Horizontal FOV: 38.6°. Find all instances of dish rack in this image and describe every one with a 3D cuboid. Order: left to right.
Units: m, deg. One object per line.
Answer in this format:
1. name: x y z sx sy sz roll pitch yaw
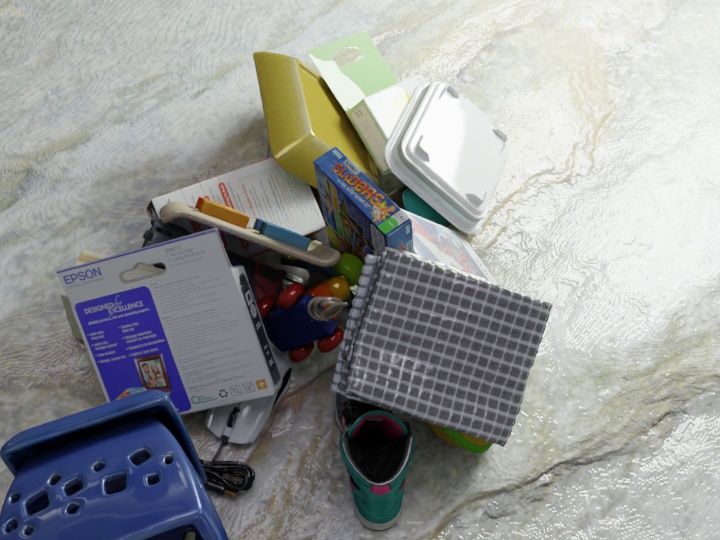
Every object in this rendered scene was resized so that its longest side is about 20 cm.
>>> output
1. dish rack: 0.129 -0.164 1.391 0.171 0.044 0.200 38 46 -14

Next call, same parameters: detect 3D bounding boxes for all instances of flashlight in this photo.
1. flashlight: -0.170 0.002 1.244 0.199 0.068 0.068 22 85 -20

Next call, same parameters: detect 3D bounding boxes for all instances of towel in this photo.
1. towel: 0.083 0.078 1.070 0.199 0.086 0.166 18 91 -8

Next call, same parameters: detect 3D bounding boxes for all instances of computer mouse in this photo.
1. computer mouse: -0.143 0.160 1.191 0.109 0.044 0.200 19 55 10

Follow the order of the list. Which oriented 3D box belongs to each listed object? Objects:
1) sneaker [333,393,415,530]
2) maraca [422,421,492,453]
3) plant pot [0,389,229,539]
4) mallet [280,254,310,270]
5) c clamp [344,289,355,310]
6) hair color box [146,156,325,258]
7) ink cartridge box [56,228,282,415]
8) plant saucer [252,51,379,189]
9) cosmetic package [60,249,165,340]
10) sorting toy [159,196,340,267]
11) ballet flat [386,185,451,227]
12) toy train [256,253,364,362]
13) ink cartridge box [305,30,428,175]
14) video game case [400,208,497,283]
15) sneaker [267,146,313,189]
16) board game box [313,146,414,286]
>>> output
1. sneaker: 0.010 0.173 1.146 0.083 0.121 0.201 -6 56 -9
2. maraca: 0.101 0.117 1.176 0.200 0.107 0.137 56 30 -14
3. plant pot: -0.241 0.246 1.022 0.199 0.200 0.180 -18 50 -6
4. mallet: 0.000 0.000 1.301 0.199 0.041 0.066 20 52 13
5. c clamp: 0.039 0.074 1.284 0.170 0.027 0.200 -25 59 -27
6. hair color box: -0.159 -0.068 1.317 0.199 0.064 0.111 -21 89 -20
7. ink cartridge box: -0.210 0.063 1.139 0.197 0.201 0.043 -13 17 13
8. plant saucer: -0.047 -0.188 1.368 0.048 0.200 0.201 -32 52 26
9. cosmetic package: -0.244 0.051 1.225 0.199 0.105 0.071 15 56 4
10. sorting toy: -0.131 -0.050 1.193 0.199 0.185 0.037 15 93 -13
11. ballet flat: 0.043 -0.074 1.359 0.199 0.071 0.071 -14 55 -35
12. toy train: -0.031 0.025 1.159 0.085 0.200 0.116 48 57 -12
13. ink cartridge box: 0.032 -0.243 1.417 0.145 0.048 0.200 -32 92 -47
14. video game case: 0.117 0.005 1.256 0.023 0.200 0.183 -44 59 20
15. sneaker: -0.084 -0.193 1.439 0.084 0.073 0.201 6 65 -4
16. board game box: 0.009 -0.033 1.181 0.034 0.200 0.135 -35 61 -16
